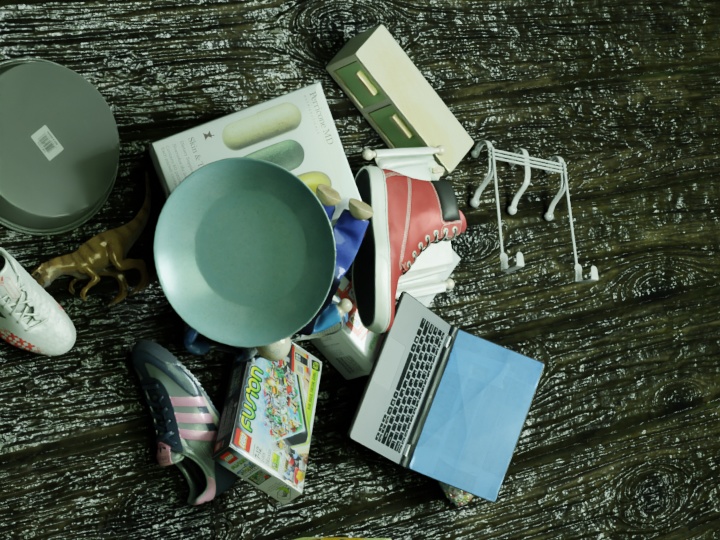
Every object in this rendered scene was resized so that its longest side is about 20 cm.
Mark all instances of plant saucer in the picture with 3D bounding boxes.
[{"bbox_3d":[-0.120,-0.021,1.548,0.198,0.039,0.204,1,100,8],"label":"plant saucer"}]

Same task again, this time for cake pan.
[{"bbox_3d":[-0.353,-0.141,1.616,0.198,0.037,0.203,6,80,-33],"label":"cake pan"}]

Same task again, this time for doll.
[{"bbox_3d":[-0.064,0.007,1.590,0.135,0.049,0.202,22,103,-15],"label":"doll"}]

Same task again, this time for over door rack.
[{"bbox_3d":[0.227,-0.072,1.971,0.146,0.067,0.202,8,58,-33],"label":"over door rack"}]

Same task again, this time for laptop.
[{"bbox_3d":[0.107,0.156,1.773,0.200,0.115,0.189,36,72,-52],"label":"laptop"}]

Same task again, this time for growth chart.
[{"bbox_3d":[0.056,-0.060,1.793,0.143,0.018,0.203,0,80,-32],"label":"growth chart"}]

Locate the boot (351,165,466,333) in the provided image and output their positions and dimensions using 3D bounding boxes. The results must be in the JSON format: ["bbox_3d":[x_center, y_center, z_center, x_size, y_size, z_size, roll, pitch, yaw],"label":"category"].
[{"bbox_3d":[0.065,-0.019,1.736,0.143,0.072,0.202,9,72,-25],"label":"boot"}]

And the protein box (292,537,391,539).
[{"bbox_3d":[-0.054,0.414,1.635,0.134,0.198,0.202,-8,87,-35],"label":"protein box"}]

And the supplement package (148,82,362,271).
[{"bbox_3d":[-0.123,-0.106,1.657,0.198,0.151,0.153,-21,95,-9],"label":"supplement package"}]

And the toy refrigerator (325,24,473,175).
[{"bbox_3d":[0.050,-0.211,1.877,0.200,0.076,0.070,51,60,-18],"label":"toy refrigerator"}]

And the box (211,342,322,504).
[{"bbox_3d":[-0.105,0.161,1.687,0.110,0.035,0.201,36,38,-25],"label":"box"}]

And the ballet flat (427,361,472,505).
[{"bbox_3d":[0.116,0.205,1.863,0.075,0.064,0.202,-23,96,-44],"label":"ballet flat"}]

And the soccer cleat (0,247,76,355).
[{"bbox_3d":[-0.378,0.021,1.544,0.200,0.085,0.069,44,61,-20],"label":"soccer cleat"}]

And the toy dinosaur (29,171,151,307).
[{"bbox_3d":[-0.277,-0.023,1.635,0.199,0.060,0.107,-37,103,-32],"label":"toy dinosaur"}]

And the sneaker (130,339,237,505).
[{"bbox_3d":[-0.209,0.174,1.645,0.082,0.070,0.201,-43,106,-35],"label":"sneaker"}]

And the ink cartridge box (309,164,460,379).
[{"bbox_3d":[0.000,0.000,1.806,0.176,0.084,0.200,48,60,-17],"label":"ink cartridge box"}]

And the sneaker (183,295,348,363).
[{"bbox_3d":[-0.111,0.069,1.659,0.086,0.198,0.078,-77,157,-49],"label":"sneaker"}]
